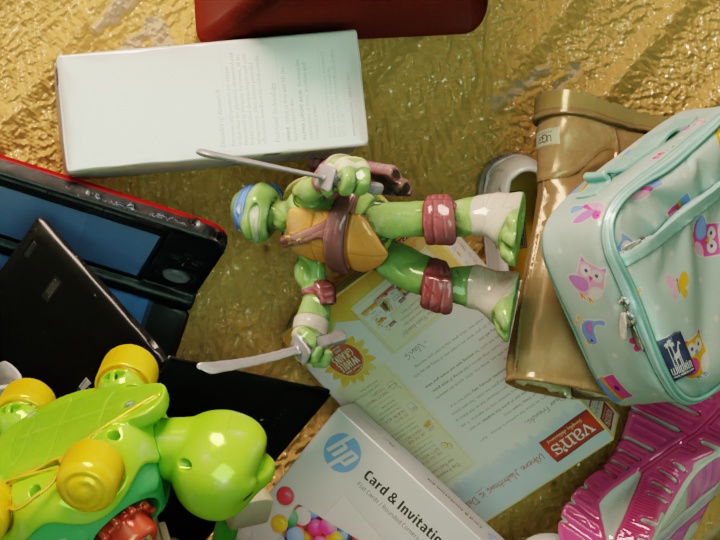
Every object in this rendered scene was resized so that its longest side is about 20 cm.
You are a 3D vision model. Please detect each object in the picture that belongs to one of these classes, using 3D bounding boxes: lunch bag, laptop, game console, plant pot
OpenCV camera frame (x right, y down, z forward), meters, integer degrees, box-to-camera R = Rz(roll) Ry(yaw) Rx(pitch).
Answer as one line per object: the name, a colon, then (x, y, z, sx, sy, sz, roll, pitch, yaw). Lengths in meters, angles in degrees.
lunch bag: (0.212, -0.014, 1.442, 0.200, 0.077, 0.160, -38, 114, -37)
laptop: (-0.163, 0.083, 1.490, 0.200, 0.116, 0.187, 47, 123, 11)
game console: (-0.210, 0.019, 1.473, 0.200, 0.172, 0.119, 17, 68, -11)
plant pot: (-0.007, -0.246, 1.434, 0.200, 0.176, 0.200, -4, 99, -8)

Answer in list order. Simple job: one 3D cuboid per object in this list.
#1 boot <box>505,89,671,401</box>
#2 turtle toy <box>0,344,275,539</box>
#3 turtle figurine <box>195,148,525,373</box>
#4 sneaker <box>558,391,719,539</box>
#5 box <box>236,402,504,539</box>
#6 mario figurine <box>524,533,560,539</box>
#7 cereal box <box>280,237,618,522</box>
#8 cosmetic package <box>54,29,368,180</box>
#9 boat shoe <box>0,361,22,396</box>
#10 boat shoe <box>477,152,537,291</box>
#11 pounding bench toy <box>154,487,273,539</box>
boot: (0.175, -0.007, 1.504, 0.175, 0.066, 0.200, 12, 75, -29)
turtle toy: (-0.152, 0.124, 1.351, 0.200, 0.146, 0.101, -18, 116, 18)
turtle figurine: (0.000, 0.000, 1.389, 0.194, 0.200, 0.144, 7, 95, 8)
sneaker: (0.215, 0.145, 1.574, 0.081, 0.088, 0.200, 34, 71, 27)
box: (-0.014, 0.217, 1.514, 0.156, 0.041, 0.200, 42, 103, 13)
mario figurine: (0.082, 0.245, 1.545, 0.200, 0.106, 0.123, 12, 132, -2)
cereal box: (0.062, 0.074, 1.528, 0.144, 0.040, 0.200, -36, 104, 25)
cosmetic package: (-0.102, -0.108, 1.468, 0.200, 0.113, 0.081, -7, 90, -6)
boat shoe: (-0.252, 0.082, 1.431, 0.067, 0.074, 0.200, -9, 124, -4)
boat shoe: (0.126, 0.018, 1.542, 0.071, 0.070, 0.200, -9, 98, -7)
pounding bench toy: (-0.140, 0.210, 1.463, 0.200, 0.124, 0.156, -21, 143, -2)
